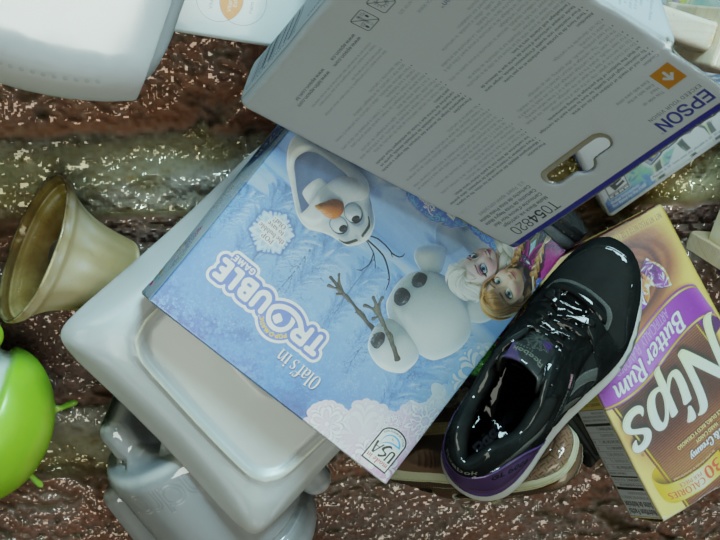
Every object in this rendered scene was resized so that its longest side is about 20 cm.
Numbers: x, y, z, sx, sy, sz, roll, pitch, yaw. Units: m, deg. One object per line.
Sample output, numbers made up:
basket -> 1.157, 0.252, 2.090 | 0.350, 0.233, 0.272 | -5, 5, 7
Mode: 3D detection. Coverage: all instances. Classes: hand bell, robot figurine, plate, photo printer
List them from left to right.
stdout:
robot figurine -> -0.300, 0.090, 0.783 | 0.200, 0.116, 0.176 | 21, 114, -18
photo printer -> -0.164, -0.194, 0.605 | 0.166, 0.069, 0.200 | 18, 108, -17
hand bell -> -0.139, 0.017, 0.813 | 0.200, 0.104, 0.104 | 22, 107, -32
robot figurine -> -0.108, 0.160, 0.850 | 0.170, 0.113, 0.200 | -23, 116, 22
plate -> -0.061, 0.047, 0.770 | 0.200, 0.032, 0.200 | -43, 107, -10

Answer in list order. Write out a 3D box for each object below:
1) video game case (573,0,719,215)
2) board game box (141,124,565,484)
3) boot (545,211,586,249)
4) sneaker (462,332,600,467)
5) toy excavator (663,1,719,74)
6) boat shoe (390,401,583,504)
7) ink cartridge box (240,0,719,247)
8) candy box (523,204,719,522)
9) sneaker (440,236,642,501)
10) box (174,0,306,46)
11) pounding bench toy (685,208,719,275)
video game case -> 0.225, -0.150, 0.798 | 0.200, 0.022, 0.182 | -35, 135, 5
board game box -> 0.000, 0.000, 0.744 | 0.200, 0.043, 0.199 | 40, 85, -18
boot -> 0.050, -0.028, 0.834 | 0.200, 0.070, 0.132 | 24, 110, -8
sneaker -> 0.123, 0.103, 0.891 | 0.200, 0.077, 0.084 | 25, 109, -16
toy excavator -> 0.099, -0.163, 0.672 | 0.194, 0.200, 0.100 | 5, 106, -51
boat shoe -> 0.092, 0.138, 0.852 | 0.075, 0.202, 0.075 | 40, 65, -30
ink cartridge box -> 0.064, -0.107, 0.633 | 0.200, 0.041, 0.200 | 28, 145, -19
candy box -> 0.210, 0.067, 0.843 | 0.117, 0.056, 0.200 | -27, 89, -15
sneaker -> 0.123, 0.056, 0.739 | 0.076, 0.088, 0.200 | 30, 76, 18
box -> -0.125, -0.217, 0.696 | 0.200, 0.097, 0.124 | 7, 112, -14
pounding bench toy -> 0.370, -0.041, 0.844 | 0.200, 0.124, 0.156 | 3, 115, -29
